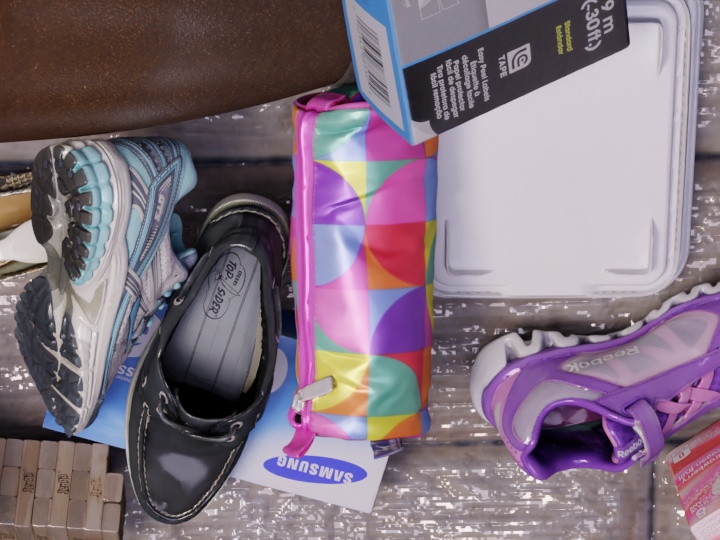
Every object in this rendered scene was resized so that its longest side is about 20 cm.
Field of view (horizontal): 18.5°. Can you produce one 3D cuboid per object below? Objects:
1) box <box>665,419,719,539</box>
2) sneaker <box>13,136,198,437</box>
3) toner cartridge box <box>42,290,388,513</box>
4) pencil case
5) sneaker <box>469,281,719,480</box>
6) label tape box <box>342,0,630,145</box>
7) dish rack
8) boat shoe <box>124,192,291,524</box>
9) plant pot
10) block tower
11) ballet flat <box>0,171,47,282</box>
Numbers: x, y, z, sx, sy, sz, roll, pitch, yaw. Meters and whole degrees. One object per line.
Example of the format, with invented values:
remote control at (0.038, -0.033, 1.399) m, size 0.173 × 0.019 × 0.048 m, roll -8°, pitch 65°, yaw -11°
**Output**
box at (0.287, 0.107, 1.264) m, size 0.199 × 0.103 × 0.095 m, roll -35°, pitch 106°, yaw 10°
sneaker at (-0.129, 0.011, 1.185) m, size 0.086 × 0.078 × 0.201 m, roll -15°, pitch 142°, yaw -30°
toner cartridge box at (-0.076, 0.067, 1.279) m, size 0.199 × 0.043 × 0.096 m, roll 15°, pitch 109°, yaw -5°
pencil case at (0.000, 0.000, 1.200) m, size 0.088 × 0.088 × 0.201 m, roll 1°, pitch 97°, yaw -1°
sneaker at (0.163, 0.071, 1.252) m, size 0.199 × 0.089 × 0.081 m, roll -15°, pitch 123°, yaw 5°
label tape box at (0.087, -0.171, 1.114) m, size 0.199 × 0.066 × 0.144 m, roll -24°, pitch 131°, yaw -14°
dish rack at (0.106, -0.072, 1.231) m, size 0.170 × 0.044 × 0.201 m, roll 0°, pitch 111°, yaw -1°
boat shoe at (-0.084, 0.059, 1.219) m, size 0.074 × 0.066 × 0.200 m, roll 21°, pitch 107°, yaw -8°
plant pot at (-0.104, -0.151, 1.144) m, size 0.199 × 0.187 × 0.188 m, roll 4°, pitch 110°, yaw -17°
block tower at (-0.237, 0.129, 1.284) m, size 0.199 × 0.058 × 0.054 m, roll 5°, pitch 66°, yaw -2°
ballet flat at (-0.207, -0.019, 1.231) m, size 0.199 × 0.075 × 0.068 m, roll -14°, pitch 110°, yaw 5°
